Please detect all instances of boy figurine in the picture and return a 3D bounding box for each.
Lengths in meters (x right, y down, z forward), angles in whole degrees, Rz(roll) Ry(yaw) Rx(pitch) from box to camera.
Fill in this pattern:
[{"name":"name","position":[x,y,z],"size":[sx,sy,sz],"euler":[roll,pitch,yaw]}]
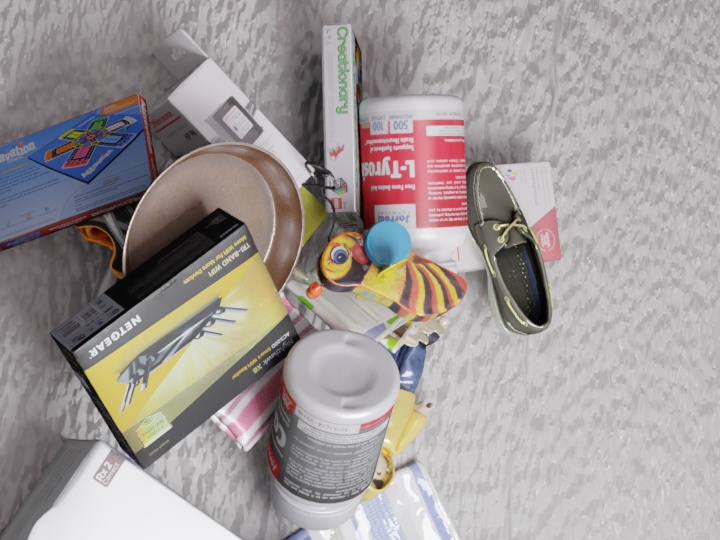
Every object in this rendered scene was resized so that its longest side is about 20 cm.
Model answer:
[{"name":"boy figurine","position":[0.019,0.151,1.562],"size":[0.124,0.064,0.201],"euler":[26,72,-23]}]

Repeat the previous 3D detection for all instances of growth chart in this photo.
[{"name":"growth chart","position":[0.010,0.033,1.516],"size":[0.145,0.018,0.200],"euler":[45,27,17]}]

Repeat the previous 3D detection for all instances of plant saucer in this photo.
[{"name":"plant saucer","position":[-0.144,-0.030,1.371],"size":[0.200,0.034,0.201],"euler":[-16,118,-33]}]

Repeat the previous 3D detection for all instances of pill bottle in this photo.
[{"name":"pill bottle","position":[0.057,-0.083,1.520],"size":[0.112,0.112,0.201],"euler":[-4,93,-24]},{"name":"pill bottle","position":[-0.033,0.163,1.428],"size":[0.113,0.200,0.114],"euler":[7,44,-7]}]

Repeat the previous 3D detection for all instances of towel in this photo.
[{"name":"towel","position":[-0.130,0.064,1.440],"size":[0.146,0.030,0.200],"euler":[-47,107,-21]},{"name":"towel","position":[0.019,0.315,1.566],"size":[0.200,0.024,0.147],"euler":[-27,95,-24]}]

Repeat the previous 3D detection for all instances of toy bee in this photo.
[{"name":"toy bee","position":[0.000,0.000,1.436],"size":[0.200,0.131,0.109],"euler":[31,73,18]}]

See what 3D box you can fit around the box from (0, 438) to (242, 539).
[{"name":"box","position":[-0.246,0.297,1.389],"size":[0.200,0.131,0.199],"euler":[38,71,-16]}]

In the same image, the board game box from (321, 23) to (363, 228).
[{"name":"board game box","position":[-0.017,-0.152,1.542],"size":[0.034,0.126,0.201],"euler":[-2,85,5]}]

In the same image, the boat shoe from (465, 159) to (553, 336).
[{"name":"boat shoe","position":[0.162,-0.027,1.571],"size":[0.072,0.060,0.203],"euler":[-19,95,-25]}]

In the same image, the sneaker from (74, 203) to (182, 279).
[{"name":"sneaker","position":[-0.258,-0.071,1.413],"size":[0.077,0.078,0.200],"euler":[-42,60,-11]}]

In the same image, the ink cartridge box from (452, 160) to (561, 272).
[{"name":"ink cartridge box","position":[0.122,-0.057,1.625],"size":[0.199,0.067,0.117],"euler":[-7,88,-24]}]

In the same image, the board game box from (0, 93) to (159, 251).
[{"name":"board game box","position":[-0.291,-0.091,1.386],"size":[0.199,0.019,0.103],"euler":[-18,71,16]}]

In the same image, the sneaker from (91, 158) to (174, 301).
[{"name":"sneaker","position":[-0.202,-0.009,1.472],"size":[0.099,0.071,0.201],"euler":[31,69,-13]}]

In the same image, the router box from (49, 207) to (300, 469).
[{"name":"router box","position":[-0.167,0.063,1.338],"size":[0.200,0.052,0.158],"euler":[-39,129,-19]}]

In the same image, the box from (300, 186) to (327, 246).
[{"name":"box","position":[-0.119,0.000,1.508],"size":[0.050,0.075,0.200],"euler":[43,71,-14]}]

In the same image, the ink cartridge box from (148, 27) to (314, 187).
[{"name":"ink cartridge box","position":[-0.153,-0.145,1.485],"size":[0.200,0.116,0.067],"euler":[46,70,-13]}]
